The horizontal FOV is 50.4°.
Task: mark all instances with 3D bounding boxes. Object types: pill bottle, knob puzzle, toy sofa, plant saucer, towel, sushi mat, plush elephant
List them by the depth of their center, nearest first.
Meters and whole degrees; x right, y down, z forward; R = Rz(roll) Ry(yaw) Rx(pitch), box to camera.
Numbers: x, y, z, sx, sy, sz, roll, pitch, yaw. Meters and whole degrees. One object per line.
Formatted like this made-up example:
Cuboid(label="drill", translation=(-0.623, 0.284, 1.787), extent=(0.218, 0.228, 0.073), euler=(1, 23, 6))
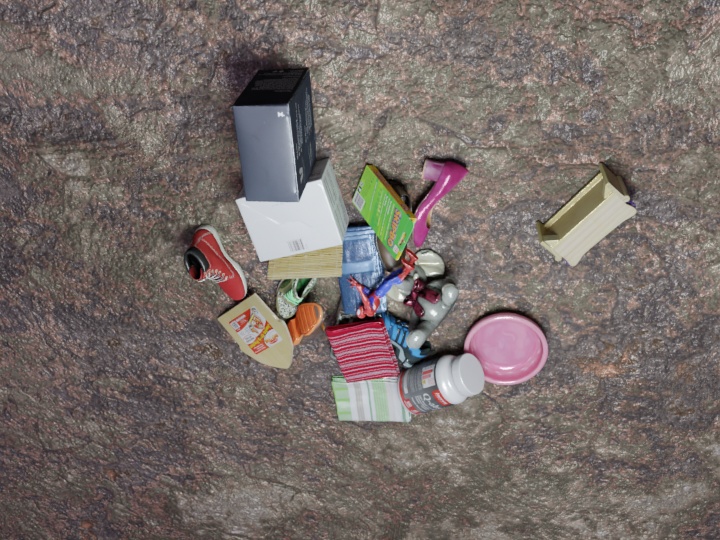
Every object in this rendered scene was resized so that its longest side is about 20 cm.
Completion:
Cuboid(label="toy sofa", translation=(0.467, -0.112, 1.587), extent=(0.097, 0.084, 0.200), euler=(33, 121, -18))
Cuboid(label="plush elephant", translation=(0.133, 0.049, 1.709), extent=(0.154, 0.200, 0.166), euler=(39, 109, 9))
Cuboid(label="sushi mat", translation=(-0.125, -0.030, 1.716), extent=(0.195, 0.099, 0.012), euler=(-3, 166, 26))
Cuboid(label="towel", translation=(0.000, 0.000, 1.721), extent=(0.109, 0.049, 0.206), euler=(-4, 104, 13))
Cuboid(label="towel", translation=(0.007, 0.193, 1.800), extent=(0.141, 0.023, 0.203), euler=(-9, 132, 12))
Cuboid(label="plant saucer", translation=(0.343, 0.178, 1.809), extent=(0.195, 0.051, 0.205), euler=(5, 122, 7))
Cuboid(label="pill bottle", translation=(0.190, 0.268, 1.822), extent=(0.198, 0.117, 0.116), euler=(-25, 117, 42))
Cuboid(label="knob puzzle", translation=(-0.235, 0.156, 1.872), extent=(0.215, 0.031, 0.224), euler=(18, 131, 21))
Cuboid(label="towel", translation=(0.028, 0.336, 1.971), extent=(0.194, 0.031, 0.152), euler=(-2, 121, 11))

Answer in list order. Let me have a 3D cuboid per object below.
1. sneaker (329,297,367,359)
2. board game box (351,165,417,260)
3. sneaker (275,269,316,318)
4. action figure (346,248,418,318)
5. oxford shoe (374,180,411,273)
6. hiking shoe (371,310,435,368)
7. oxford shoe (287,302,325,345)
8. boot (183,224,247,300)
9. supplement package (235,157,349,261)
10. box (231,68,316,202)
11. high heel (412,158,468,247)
Cuboid(label="sneaker", translation=(-0.032, 0.132, 1.813), extent=(0.075, 0.082, 0.204), euler=(20, 124, 14))
Cuboid(label="board game box", translation=(0.051, -0.121, 1.596), extent=(0.029, 0.202, 0.097), euler=(-2, 133, -34))
Cuboid(label="sneaker", translation=(-0.150, 0.045, 1.780), extent=(0.075, 0.089, 0.202), euler=(25, 123, -8))
Cuboid(label="action figure", translation=(0.030, 0.022, 1.648), extent=(0.098, 0.066, 0.201), euler=(35, 124, -2))
Cuboid(label="oxford shoe", translation=(0.075, -0.081, 1.644), extent=(0.071, 0.084, 0.205), euler=(-12, 117, -19))
Cuboid(label="hiking shoe", translation=(0.095, 0.141, 1.821), extent=(0.085, 0.075, 0.201), euler=(-29, 124, 16))
Cuboid(label="oxford shoe", translation=(-0.115, 0.121, 1.808), extent=(0.071, 0.073, 0.200), euler=(-5, 163, -27))
Cuboid(label="boot", translation=(-0.336, 0.014, 1.758), extent=(0.071, 0.146, 0.202), euler=(-20, 119, 18))
Cuboid(label="supplement package", translation=(-0.142, -0.130, 1.655), extent=(0.195, 0.112, 0.159), euler=(-10, 120, 16))
Cuboid(label="box", translation=(-0.164, -0.270, 1.518), extent=(0.114, 0.202, 0.201), euler=(1, 122, 8))
Cuboid(label="high heel", translation=(0.167, -0.136, 1.631), extent=(0.093, 0.067, 0.205), euler=(14, 111, 11))
